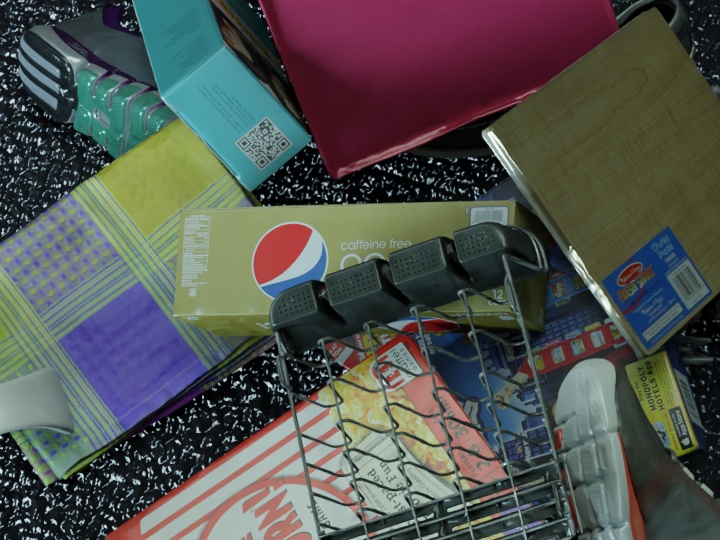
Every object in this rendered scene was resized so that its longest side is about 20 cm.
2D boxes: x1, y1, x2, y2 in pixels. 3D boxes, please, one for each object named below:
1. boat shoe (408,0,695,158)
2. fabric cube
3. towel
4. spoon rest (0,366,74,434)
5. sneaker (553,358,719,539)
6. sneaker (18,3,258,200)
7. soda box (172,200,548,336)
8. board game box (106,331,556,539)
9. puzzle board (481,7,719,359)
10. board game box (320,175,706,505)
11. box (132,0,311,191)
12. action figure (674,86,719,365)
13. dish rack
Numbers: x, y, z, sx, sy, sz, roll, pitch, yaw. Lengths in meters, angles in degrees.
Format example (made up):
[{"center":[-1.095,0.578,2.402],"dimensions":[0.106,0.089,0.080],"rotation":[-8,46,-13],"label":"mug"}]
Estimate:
[{"center":[0.108,-0.125,1.839],"dimensions":[0.200,0.063,0.073],"rotation":[-14,55,-6],"label":"boat shoe"},{"center":[0.024,-0.213,1.780],"dimensions":[0.200,0.196,0.199],"rotation":[-21,36,0],"label":"fabric cube"},{"center":[-0.135,0.014,1.736],"dimensions":[0.200,0.023,0.144],"rotation":[-34,82,-9],"label":"towel"},{"center":[-0.264,0.101,1.685],"dimensions":[0.200,0.061,0.099],"rotation":[-20,81,2],"label":"spoon rest"},{"center":[0.165,0.136,1.607],"dimensions":[0.082,0.077,0.200],"rotation":[-21,99,-19],"label":"sneaker"},{"center":[-0.116,-0.099,1.834],"dimensions":[0.200,0.074,0.088],"rotation":[41,52,22],"label":"sneaker"},{"center":[0.000,0.000,1.666],"dimensions":[0.200,0.068,0.064],"rotation":[0,78,20],"label":"soda box"},{"center":[-0.013,0.152,1.616],"dimensions":[0.200,0.046,0.152],"rotation":[-35,66,-4],"label":"board game box"},{"center":[0.158,-0.051,1.676],"dimensions":[0.151,0.017,0.200],"rotation":[56,41,-2],"label":"puzzle board"},{"center":[0.076,0.048,1.697],"dimensions":[0.200,0.062,0.200],"rotation":[-22,70,15],"label":"board game box"},{"center":[-0.086,-0.127,1.785],"dimensions":[0.049,0.082,0.200],"rotation":[-39,26,8],"label":"box"},{"center":[0.168,-0.015,1.756],"dimensions":[0.130,0.069,0.200],"rotation":[15,72,6],"label":"action figure"},{"center":[0.036,0.080,1.563],"dimensions":[0.153,0.055,0.200],"rotation":[-19,69,16],"label":"dish rack"}]
